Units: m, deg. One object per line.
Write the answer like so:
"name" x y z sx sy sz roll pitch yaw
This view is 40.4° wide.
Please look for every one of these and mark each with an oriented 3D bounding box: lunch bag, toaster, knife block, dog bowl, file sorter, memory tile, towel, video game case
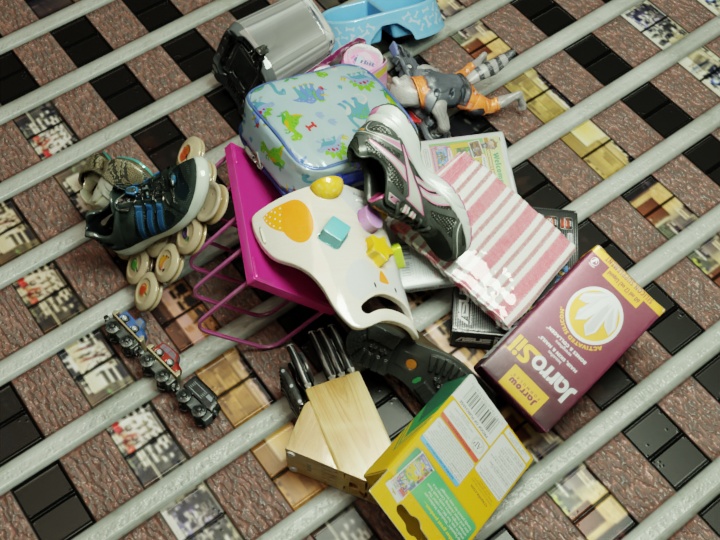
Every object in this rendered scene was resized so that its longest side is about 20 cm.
"lunch bag" -0.039 -0.166 1.205 0.199 0.083 0.161 -23 62 -35
"toaster" -0.120 -0.303 1.367 0.129 0.200 0.114 -36 90 -22
"knife block" -0.011 0.164 1.155 0.199 0.064 0.176 20 61 11
"dog bowl" 0.027 -0.374 1.468 0.199 0.050 0.112 -17 31 -10
"file sorter" -0.135 -0.023 1.210 0.125 0.139 0.201 -35 52 30
"memory tile" -0.240 -0.058 1.223 0.017 0.200 0.154 20 30 -42
"towel" 0.153 -0.040 1.223 0.200 0.030 0.146 42 73 9
"video game case" 0.115 -0.077 1.259 0.180 0.022 0.202 -8 70 -5

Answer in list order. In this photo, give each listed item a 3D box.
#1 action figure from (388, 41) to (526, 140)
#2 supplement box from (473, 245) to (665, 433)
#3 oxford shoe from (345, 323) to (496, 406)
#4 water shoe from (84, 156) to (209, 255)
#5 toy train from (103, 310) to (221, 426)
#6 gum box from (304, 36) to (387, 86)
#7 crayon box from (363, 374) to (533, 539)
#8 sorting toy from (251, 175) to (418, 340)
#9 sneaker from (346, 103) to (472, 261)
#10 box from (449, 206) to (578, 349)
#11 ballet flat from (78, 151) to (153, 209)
"action figure" 0.119 -0.279 1.408 0.192 0.105 0.201 -17 66 -26
"supplement box" 0.242 0.082 1.153 0.110 0.086 0.200 45 85 7
"oxford shoe" 0.081 0.111 1.184 0.199 0.073 0.084 35 19 -1
"water shoe" -0.260 -0.077 1.180 0.079 0.200 0.072 18 50 -42
"toy train" -0.243 0.113 1.199 0.200 0.034 0.046 39 62 20
"gum box" -0.047 -0.225 1.365 0.200 0.114 0.066 -39 66 -22
"crayon box" 0.090 0.225 1.072 0.200 0.051 0.126 -41 98 -38
"sorting toy" 0.000 0.000 1.135 0.107 0.199 0.181 -40 58 27
"sneaker" 0.047 -0.087 1.142 0.086 0.080 0.201 -44 105 -30
"box" 0.199 0.008 1.267 0.159 0.044 0.201 6 59 2
"ballet flat" -0.325 -0.111 1.276 0.075 0.068 0.200 -48 29 -12
